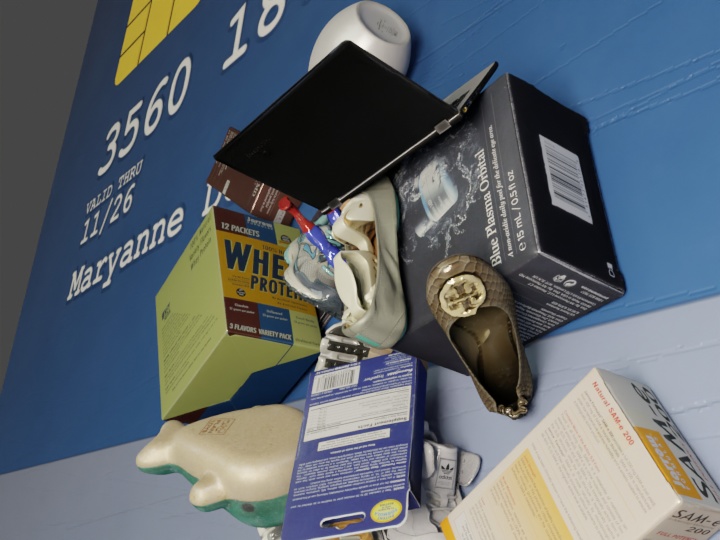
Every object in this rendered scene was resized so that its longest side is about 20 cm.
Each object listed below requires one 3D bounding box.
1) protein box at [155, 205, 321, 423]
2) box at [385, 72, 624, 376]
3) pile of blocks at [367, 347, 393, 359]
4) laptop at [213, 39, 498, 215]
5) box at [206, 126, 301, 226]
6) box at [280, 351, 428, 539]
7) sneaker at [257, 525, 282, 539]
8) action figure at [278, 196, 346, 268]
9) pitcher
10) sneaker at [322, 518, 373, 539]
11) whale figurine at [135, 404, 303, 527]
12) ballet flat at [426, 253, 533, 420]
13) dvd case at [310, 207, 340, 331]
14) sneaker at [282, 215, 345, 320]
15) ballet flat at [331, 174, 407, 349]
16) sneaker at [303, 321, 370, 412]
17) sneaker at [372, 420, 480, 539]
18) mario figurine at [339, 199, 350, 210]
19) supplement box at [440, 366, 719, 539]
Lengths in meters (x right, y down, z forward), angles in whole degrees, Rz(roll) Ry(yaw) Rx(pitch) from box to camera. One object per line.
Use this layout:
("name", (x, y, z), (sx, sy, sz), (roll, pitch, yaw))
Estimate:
("protein box", (-0.165, 0.067, 1.126), (0.199, 0.134, 0.201), (-50, 40, 36))
("box", (0.119, -0.037, 0.815), (0.200, 0.117, 0.199), (-36, 46, 41))
("pile of blocks", (0.010, 0.177, 0.895), (0.082, 0.062, 0.202), (13, -85, -82))
("laptop", (0.001, -0.148, 0.800), (0.187, 0.116, 0.200), (-31, 15, 39))
("box", (-0.155, -0.142, 1.301), (0.200, 0.074, 0.101), (32, 99, 54))
("box", (-0.002, 0.163, 0.789), (0.120, 0.033, 0.201), (-15, 36, 19))
("sneaker", (-0.083, 0.304, 0.976), (0.116, 0.074, 0.202), (105, 144, -64))
("action figure", (0.000, 0.000, 0.898), (0.065, 0.201, 0.099), (-39, 22, -2))
("pitcher", (-0.014, -0.264, 1.142), (0.200, 0.120, 0.173), (-51, 20, 43))
("sneaker", (-0.035, 0.277, 0.845), (0.088, 0.075, 0.201), (-103, 29, -48))
("whale figurine", (-0.132, 0.207, 0.905), (0.198, 0.105, 0.159), (0, 26, 18))
("ballet flat", (0.106, 0.064, 0.723), (0.067, 0.201, 0.047), (-18, 42, 10))
("dvd case", (-0.028, -0.038, 1.114), (0.201, 0.016, 0.149), (-54, 38, 21))
("sneaker", (-0.042, -0.015, 1.017), (0.087, 0.077, 0.200), (-52, 23, 11))
("ballet flat", (0.004, -0.021, 0.809), (0.067, 0.063, 0.202), (-43, 41, 41))
("sneaker", (-0.031, 0.151, 0.982), (0.081, 0.074, 0.202), (-121, 49, -80))
("sneaker", (0.068, 0.226, 0.780), (0.116, 0.075, 0.200), (-64, 30, 13))
("mario figurine", (0.030, -0.110, 0.982), (0.122, 0.106, 0.202), (-4, 61, 36))
("supplement box", (0.164, 0.192, 0.664), (0.200, 0.073, 0.127), (-52, 37, 25))
